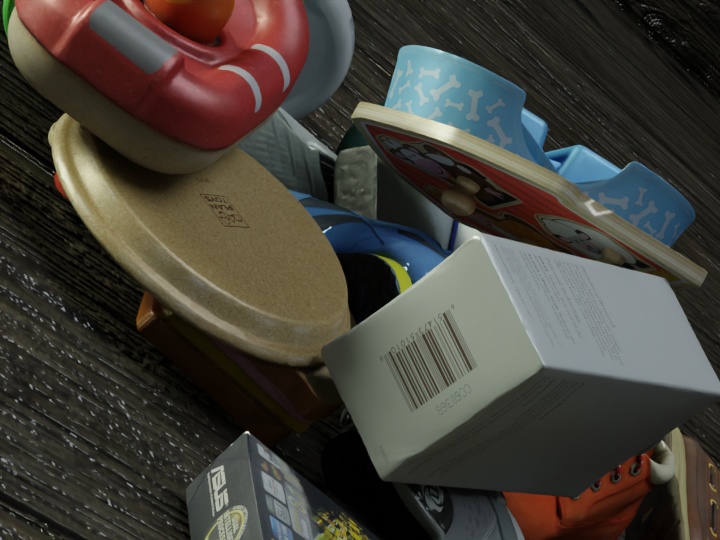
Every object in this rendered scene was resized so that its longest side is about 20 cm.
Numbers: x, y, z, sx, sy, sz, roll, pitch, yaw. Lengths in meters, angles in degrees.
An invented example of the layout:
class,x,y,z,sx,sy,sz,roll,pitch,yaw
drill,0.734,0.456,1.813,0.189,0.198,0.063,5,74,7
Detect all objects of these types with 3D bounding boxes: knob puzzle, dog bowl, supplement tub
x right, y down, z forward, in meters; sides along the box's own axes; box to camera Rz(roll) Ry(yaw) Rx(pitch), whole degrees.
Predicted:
class,x,y,z,sx,sy,sz,roll,pitch,yaw
knob puzzle,0.077,-0.031,1.486,0.219,0.031,0.220,28,-9,5
dog bowl,0.097,-0.058,1.532,0.199,0.050,0.111,32,-10,-13
supplement tub,-0.080,-0.190,1.750,0.122,0.122,0.200,40,17,-32

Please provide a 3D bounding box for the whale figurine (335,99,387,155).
class,x,y,z,sx,sy,sz,roll,pitch,yaw
whale figurine,0.042,-0.026,1.779,0.200,0.103,0.160,67,9,-48

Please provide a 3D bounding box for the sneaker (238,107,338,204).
class,x,y,z,sx,sy,sz,roll,pitch,yaw
sneaker,-0.051,-0.053,1.588,0.072,0.072,0.200,24,-17,50

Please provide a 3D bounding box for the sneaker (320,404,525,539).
class,x,y,z,sx,sy,sz,roll,pitch,yaw
sneaker,0.015,0.089,1.382,0.115,0.075,0.200,31,23,-45

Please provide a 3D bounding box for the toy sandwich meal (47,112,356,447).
class,x,y,z,sx,sy,sz,roll,pitch,yaw
toy sandwich meal,-0.085,-0.003,1.352,0.205,0.070,0.205,34,24,-17

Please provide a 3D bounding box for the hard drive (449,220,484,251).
class,x,y,z,sx,sy,sz,roll,pitch,yaw
hard drive,0.107,0.058,1.646,0.200,0.025,0.132,51,40,-42

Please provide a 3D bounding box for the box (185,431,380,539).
class,x,y,z,sx,sy,sz,roll,pitch,yaw
box,0.000,0.177,1.141,0.161,0.049,0.200,39,16,-23

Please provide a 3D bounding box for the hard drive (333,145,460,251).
class,x,y,z,sx,sy,sz,roll,pitch,yaw
hard drive,0.044,0.020,1.605,0.200,0.033,0.140,26,60,-56

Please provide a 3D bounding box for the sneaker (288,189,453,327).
class,x,y,z,sx,sy,sz,roll,pitch,yaw
sneaker,0.000,0.000,1.466,0.078,0.066,0.200,-2,17,-33

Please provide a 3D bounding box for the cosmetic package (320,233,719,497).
class,x,y,z,sx,sy,sz,roll,pitch,yaw
cosmetic package,0.087,0.053,1.351,0.200,0.113,0.081,12,48,-58

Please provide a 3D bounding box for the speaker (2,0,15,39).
class,x,y,z,sx,sy,sz,roll,pitch,yaw
speaker,-0.150,-0.162,1.533,0.088,0.088,0.200,46,14,-8

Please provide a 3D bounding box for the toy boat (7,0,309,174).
class,x,y,z,sx,sy,sz,roll,pitch,yaw
toy boat,-0.084,-0.141,1.342,0.130,0.131,0.200,36,22,2

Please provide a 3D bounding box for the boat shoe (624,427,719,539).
class,x,y,z,sx,sy,sz,roll,pitch,yaw
boat shoe,0.199,0.175,1.629,0.067,0.072,0.201,28,36,-18

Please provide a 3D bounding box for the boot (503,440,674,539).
class,x,y,z,sx,sy,sz,roll,pitch,yaw
boot,0.114,0.119,1.542,0.075,0.107,0.200,56,17,23
